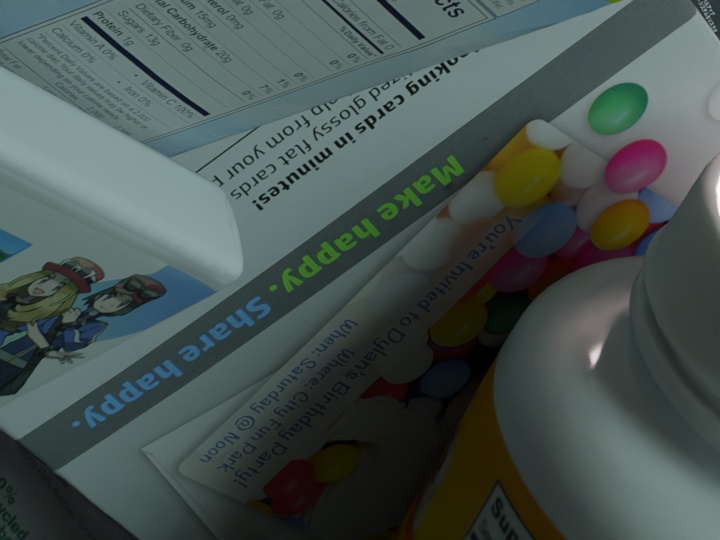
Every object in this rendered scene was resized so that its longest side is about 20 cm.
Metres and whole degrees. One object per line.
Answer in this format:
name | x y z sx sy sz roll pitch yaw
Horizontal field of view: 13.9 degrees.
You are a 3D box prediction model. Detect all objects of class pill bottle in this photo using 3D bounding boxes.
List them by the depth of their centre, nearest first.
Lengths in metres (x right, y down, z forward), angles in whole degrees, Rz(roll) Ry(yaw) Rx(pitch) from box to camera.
pill bottle | 0.056 0.074 0.583 0.109 0.109 0.200 -22 147 -51

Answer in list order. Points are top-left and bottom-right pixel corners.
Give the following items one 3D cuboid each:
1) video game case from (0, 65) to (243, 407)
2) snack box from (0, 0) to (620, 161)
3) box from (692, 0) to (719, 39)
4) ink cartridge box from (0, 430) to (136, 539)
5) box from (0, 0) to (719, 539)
video game case | -0.146 0.003 0.463 0.200 0.182 0.022 29 40 -52
snack box | -0.044 -0.105 0.513 0.068 0.200 0.169 34 45 -52
box | 0.057 -0.149 0.743 0.200 0.049 0.161 54 11 -44
ink cartridge box | -0.008 0.051 0.718 0.200 0.043 0.196 -49 122 -25
box | 0.013 0.003 0.604 0.156 0.041 0.200 -35 138 8
